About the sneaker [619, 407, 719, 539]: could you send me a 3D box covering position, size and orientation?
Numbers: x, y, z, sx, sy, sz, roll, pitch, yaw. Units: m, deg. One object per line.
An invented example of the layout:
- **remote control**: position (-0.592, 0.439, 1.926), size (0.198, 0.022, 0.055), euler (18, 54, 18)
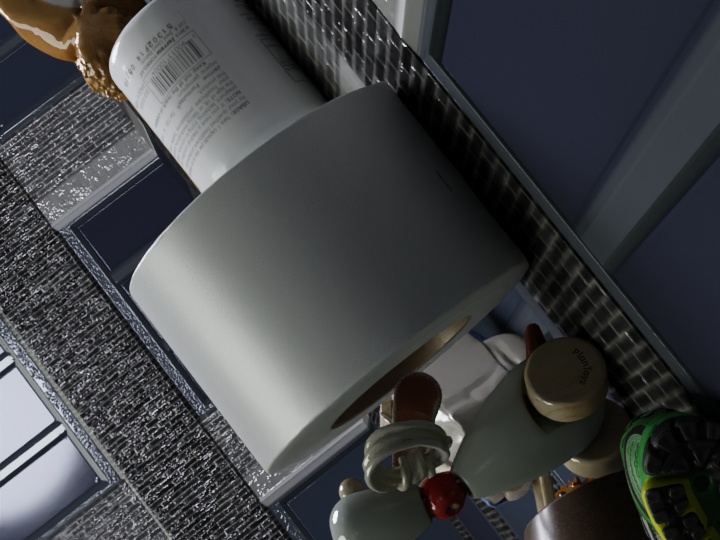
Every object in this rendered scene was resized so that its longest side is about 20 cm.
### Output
- **sneaker**: position (0.201, 0.154, 0.917), size (0.201, 0.078, 0.085), euler (63, 178, -12)

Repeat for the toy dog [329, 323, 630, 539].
- **toy dog**: position (0.068, 0.094, 1.067), size (0.132, 0.199, 0.096), euler (95, 155, -43)

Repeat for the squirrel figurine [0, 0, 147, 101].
- **squirrel figurine**: position (-0.229, -0.219, 1.646), size (0.200, 0.141, 0.187), euler (53, -179, 20)

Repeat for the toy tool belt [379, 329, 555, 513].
- **toy tool belt**: position (0.074, 0.104, 1.272), size (0.200, 0.125, 0.123), euler (37, 158, 58)

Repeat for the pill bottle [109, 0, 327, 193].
- **pill bottle**: position (-0.083, -0.107, 1.282), size (0.200, 0.114, 0.114), euler (51, 174, 14)

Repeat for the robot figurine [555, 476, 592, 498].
- **robot figurine**: position (0.213, 0.235, 1.279), size (0.145, 0.058, 0.200), euler (57, 173, -34)

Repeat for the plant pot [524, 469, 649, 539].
- **plant pot**: position (0.180, 0.228, 1.053), size (0.187, 0.186, 0.201), euler (65, 180, -64)

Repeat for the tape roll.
- **tape roll**: position (-0.018, 0.007, 1.047), size (0.139, 0.202, 0.203), euler (52, 174, 9)
